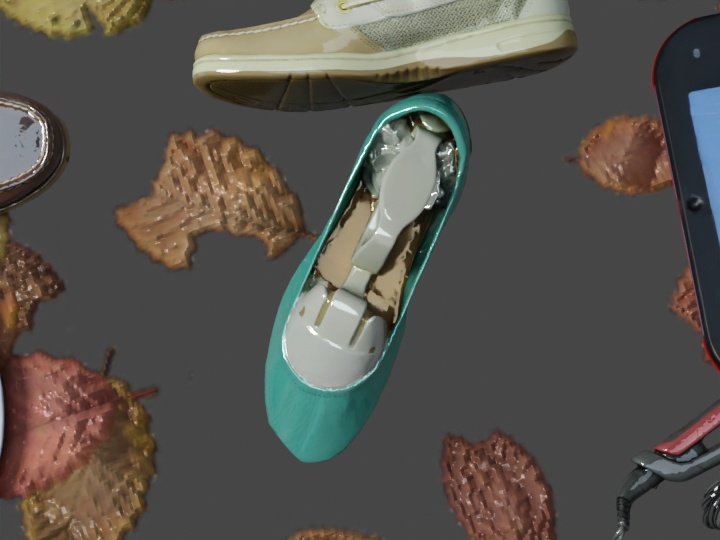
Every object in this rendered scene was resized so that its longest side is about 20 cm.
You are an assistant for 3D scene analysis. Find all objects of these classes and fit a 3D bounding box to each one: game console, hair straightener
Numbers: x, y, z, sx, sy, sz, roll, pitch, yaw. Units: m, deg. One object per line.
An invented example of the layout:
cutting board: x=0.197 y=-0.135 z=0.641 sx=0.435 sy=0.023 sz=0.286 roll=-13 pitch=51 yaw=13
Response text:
game console: x=0.244 y=-0.044 z=0.814 sx=0.174 sy=0.031 sz=0.203 roll=-11 pitch=72 yaw=10
hair straightener: x=0.211 y=0.086 z=0.820 sx=0.199 sy=0.041 sz=0.077 roll=-35 pitch=83 yaw=-5

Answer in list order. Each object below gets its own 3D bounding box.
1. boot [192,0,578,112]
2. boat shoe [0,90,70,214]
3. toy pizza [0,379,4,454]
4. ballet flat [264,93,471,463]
boot: x=0.004 y=-0.169 z=0.847 sx=0.197 sy=0.072 sz=0.157 roll=-8 pitch=84 yaw=-3
boat shoe: x=-0.253 y=-0.058 z=0.851 sx=0.197 sy=0.070 sz=0.071 roll=-7 pitch=83 yaw=1
toy pizza: x=-0.284 y=0.077 z=0.849 sx=0.197 sy=0.032 sz=0.203 roll=0 pitch=88 yaw=3
ballet flat: x=0.000 y=0.000 z=0.829 sx=0.067 sy=0.070 sz=0.202 roll=23 pitch=86 yaw=5
